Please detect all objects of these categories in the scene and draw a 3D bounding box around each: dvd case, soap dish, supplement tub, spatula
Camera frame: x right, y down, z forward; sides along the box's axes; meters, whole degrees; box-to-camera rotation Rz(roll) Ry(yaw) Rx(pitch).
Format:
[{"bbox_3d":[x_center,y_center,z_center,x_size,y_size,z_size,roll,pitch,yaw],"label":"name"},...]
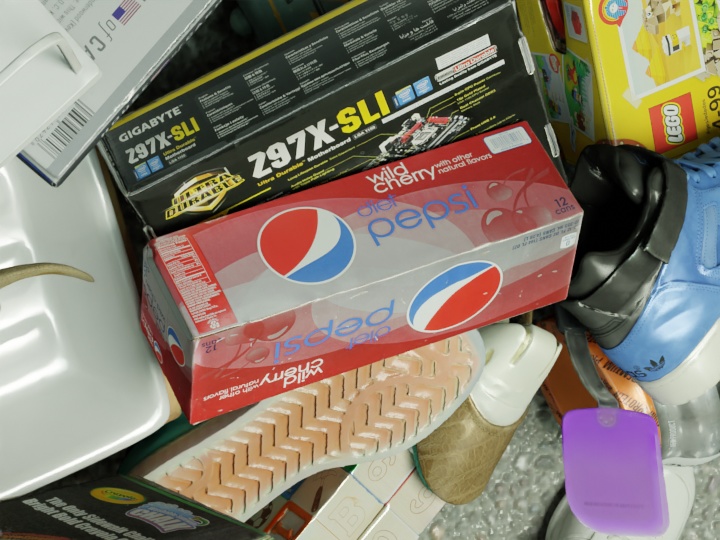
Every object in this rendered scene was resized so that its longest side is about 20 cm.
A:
[{"bbox_3d":[-0.162,-0.157,1.279,0.200,0.025,0.150,41,83,1],"label":"dvd case"},{"bbox_3d":[-0.184,0.008,1.342,0.157,0.081,0.201,-25,115,-21],"label":"soap dish"},{"bbox_3d":[0.198,0.024,1.532,0.199,0.122,0.123,-29,117,-18],"label":"supplement tub"},{"bbox_3d":[0.112,0.041,1.445,0.056,0.201,0.021,4,144,-23],"label":"spatula"}]

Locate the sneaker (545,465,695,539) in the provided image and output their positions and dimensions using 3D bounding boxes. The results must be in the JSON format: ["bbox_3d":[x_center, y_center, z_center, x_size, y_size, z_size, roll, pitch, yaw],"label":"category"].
[{"bbox_3d":[0.125,0.186,1.555,0.075,0.100,0.200,43,81,-29],"label":"sneaker"}]

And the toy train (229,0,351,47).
[{"bbox_3d":[-0.016,-0.149,1.392,0.114,0.085,0.201,-28,120,-4],"label":"toy train"}]

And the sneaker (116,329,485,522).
[{"bbox_3d":[-0.035,0.063,1.412,0.199,0.080,0.072,-28,120,6],"label":"sneaker"}]

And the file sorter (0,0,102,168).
[{"bbox_3d":[-0.228,-0.116,1.197,0.139,0.125,0.200,-42,88,-3],"label":"file sorter"}]

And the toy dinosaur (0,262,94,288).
[{"bbox_3d":[-0.195,0.023,1.242,0.200,0.101,0.058,-35,90,-28],"label":"toy dinosaur"}]

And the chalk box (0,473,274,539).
[{"bbox_3d":[-0.117,0.174,1.314,0.199,0.125,0.125,-10,108,-38],"label":"chalk box"}]

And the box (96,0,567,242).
[{"bbox_3d":[-0.009,-0.053,1.362,0.199,0.049,0.160,-27,145,-1],"label":"box"}]

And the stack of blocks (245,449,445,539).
[{"bbox_3d":[-0.045,0.163,1.445,0.200,0.115,0.059,-50,121,-7],"label":"stack of blocks"}]

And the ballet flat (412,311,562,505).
[{"bbox_3d":[0.070,0.016,1.441,0.068,0.072,0.201,27,61,-39],"label":"ballet flat"}]

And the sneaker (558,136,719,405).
[{"bbox_3d":[0.168,-0.044,1.426,0.111,0.077,0.200,41,74,-25],"label":"sneaker"}]

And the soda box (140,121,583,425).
[{"bbox_3d":[0.000,0.000,1.334,0.199,0.064,0.070,-17,146,-18],"label":"soda box"}]

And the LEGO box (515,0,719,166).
[{"bbox_3d":[0.156,-0.169,1.477,0.148,0.077,0.201,-23,115,-22],"label":"LEGO box"}]
